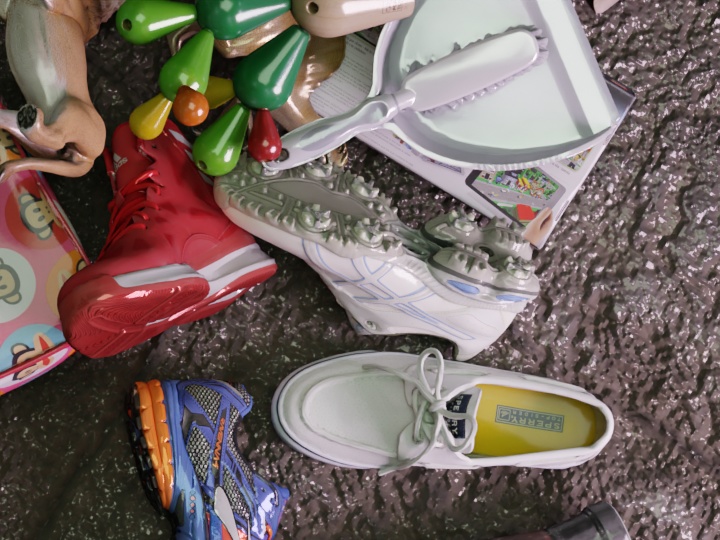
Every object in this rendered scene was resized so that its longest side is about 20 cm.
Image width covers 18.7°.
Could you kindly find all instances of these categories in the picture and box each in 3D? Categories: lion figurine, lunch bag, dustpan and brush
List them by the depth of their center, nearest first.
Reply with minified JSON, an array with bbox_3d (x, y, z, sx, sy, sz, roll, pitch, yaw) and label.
[{"bbox_3d":[-0.175,-0.117,1.237,0.072,0.122,0.200,-12,65,23],"label":"lion figurine"},{"bbox_3d":[-0.257,-0.014,1.245,0.176,0.082,0.200,-26,88,-10],"label":"lunch bag"},{"bbox_3d":[0.036,-0.103,1.254,0.200,0.057,0.140,-24,96,3],"label":"dustpan and brush"}]

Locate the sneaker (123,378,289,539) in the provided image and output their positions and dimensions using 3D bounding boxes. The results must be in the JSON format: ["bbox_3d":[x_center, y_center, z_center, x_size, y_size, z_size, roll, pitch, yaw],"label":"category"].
[{"bbox_3d":[-0.073,0.152,1.257,0.078,0.075,0.200,-15,87,-13],"label":"sneaker"}]

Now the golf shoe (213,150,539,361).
[{"bbox_3d":[0.000,0.000,1.272,0.200,0.078,0.097,20,125,-11],"label":"golf shoe"}]

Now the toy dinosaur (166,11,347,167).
[{"bbox_3d":[-0.060,-0.137,1.268,0.101,0.058,0.200,-13,116,-2],"label":"toy dinosaur"}]

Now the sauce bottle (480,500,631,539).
[{"bbox_3d":[0.062,0.191,1.275,0.200,0.066,0.066,-26,87,-12],"label":"sauce bottle"}]

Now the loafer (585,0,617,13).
[{"bbox_3d":[0.128,-0.183,1.337,0.200,0.072,0.063,1,100,-2],"label":"loafer"}]

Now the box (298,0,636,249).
[{"bbox_3d":[0.051,-0.111,1.307,0.200,0.035,0.110,32,102,-3],"label":"box"}]

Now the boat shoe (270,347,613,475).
[{"bbox_3d":[0.051,0.086,1.274,0.202,0.086,0.075,8,82,-7],"label":"boat shoe"}]

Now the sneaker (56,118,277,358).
[{"bbox_3d":[-0.131,-0.023,1.223,0.078,0.200,0.116,-35,82,18],"label":"sneaker"}]

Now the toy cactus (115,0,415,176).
[{"bbox_3d":[-0.050,-0.147,1.192,0.165,0.102,0.200,-8,107,-16],"label":"toy cactus"}]
